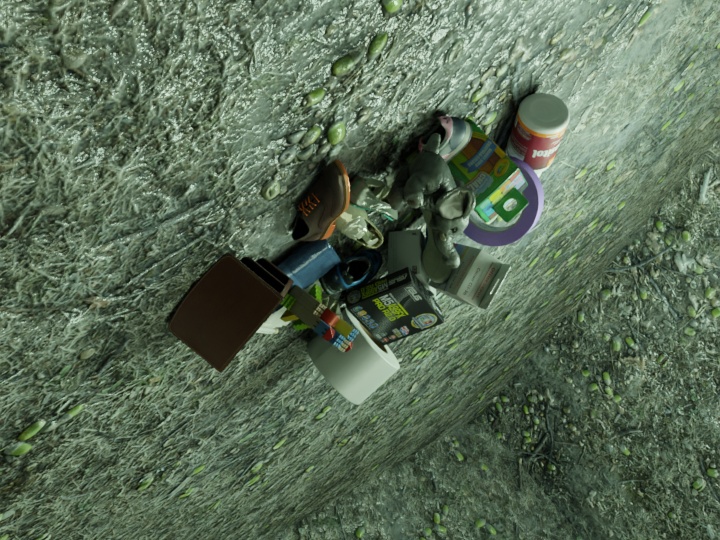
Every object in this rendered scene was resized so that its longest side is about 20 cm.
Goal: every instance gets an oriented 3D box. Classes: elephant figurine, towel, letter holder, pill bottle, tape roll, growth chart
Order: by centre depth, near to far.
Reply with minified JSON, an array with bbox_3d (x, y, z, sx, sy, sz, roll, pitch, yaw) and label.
[{"bbox_3d":[-0.247,0.062,1.432,0.200,0.142,0.101,-49,-173,17],"label":"letter holder"},{"bbox_3d":[0.163,-0.130,1.487,0.155,0.200,0.142,-39,-156,49],"label":"elephant figurine"},{"bbox_3d":[-0.139,0.009,1.540,0.200,0.049,0.112,-37,157,-5],"label":"towel"},{"bbox_3d":[-0.155,0.073,1.668,0.200,0.018,0.145,-42,156,5],"label":"growth chart"},{"bbox_3d":[0.306,-0.157,1.712,0.200,0.200,0.066,-51,171,25],"label":"tape roll"},{"bbox_3d":[0.393,-0.294,1.722,0.113,0.113,0.200,-31,156,-19],"label":"pill bottle"},{"bbox_3d":[-0.018,0.211,1.890,0.139,0.203,0.203,-42,157,6],"label":"tape roll"}]

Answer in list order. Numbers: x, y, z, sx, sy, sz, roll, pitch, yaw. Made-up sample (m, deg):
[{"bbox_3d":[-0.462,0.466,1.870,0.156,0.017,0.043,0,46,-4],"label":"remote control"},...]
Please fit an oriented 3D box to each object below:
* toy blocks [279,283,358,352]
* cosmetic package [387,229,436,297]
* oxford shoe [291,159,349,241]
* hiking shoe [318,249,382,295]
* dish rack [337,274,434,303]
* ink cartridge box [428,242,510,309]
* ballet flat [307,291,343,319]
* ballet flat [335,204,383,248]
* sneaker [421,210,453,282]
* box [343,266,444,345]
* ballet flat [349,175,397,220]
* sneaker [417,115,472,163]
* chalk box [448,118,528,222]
[{"bbox_3d":[-0.068,0.109,1.552,0.100,0.137,0.200,-53,148,-4],"label":"toy blocks"},{"bbox_3d":[0.124,-0.011,1.799,0.081,0.113,0.200,-4,160,16],"label":"cosmetic package"},{"bbox_3d":[-0.074,-0.118,1.386,0.072,0.071,0.200,-18,149,-32],"label":"oxford shoe"},{"bbox_3d":[0.000,0.000,1.647,0.087,0.075,0.200,-22,-174,39],"label":"hiking shoe"},{"bbox_3d":[0.065,0.059,1.764,0.153,0.055,0.200,21,161,-39],"label":"dish rack"},{"bbox_3d":[0.239,0.010,1.687,0.117,0.067,0.200,-61,-161,-3],"label":"ink cartridge box"},{"bbox_3d":[-0.080,0.088,1.707,0.072,0.072,0.200,-44,157,9],"label":"ballet flat"},{"bbox_3d":[-0.003,-0.087,1.549,0.069,0.070,0.200,-44,157,8],"label":"ballet flat"},{"bbox_3d":[0.185,-0.066,1.739,0.076,0.201,0.111,-11,167,21],"label":"sneaker"},{"bbox_3d":[0.077,0.084,1.696,0.160,0.044,0.200,-21,143,16],"label":"box"},{"bbox_3d":[0.036,-0.144,1.512,0.064,0.067,0.200,-55,155,12],"label":"ballet flat"},{"bbox_3d":[0.132,-0.230,1.525,0.082,0.070,0.200,14,126,-37],"label":"sneaker"},{"bbox_3d":[0.261,-0.191,1.594,0.125,0.200,0.124,-44,157,8],"label":"chalk box"}]
